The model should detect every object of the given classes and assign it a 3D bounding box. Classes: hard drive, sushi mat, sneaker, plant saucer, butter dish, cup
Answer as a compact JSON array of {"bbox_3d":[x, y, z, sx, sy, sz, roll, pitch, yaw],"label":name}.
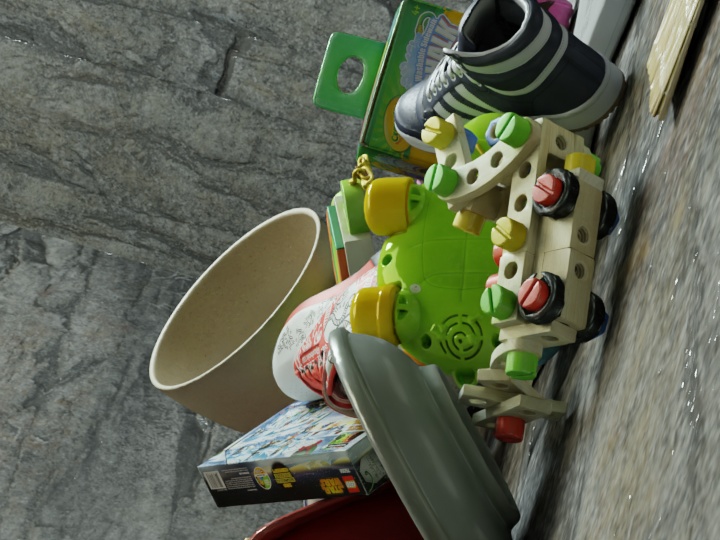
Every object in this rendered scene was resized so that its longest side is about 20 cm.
[{"bbox_3d":[0.186,-0.226,1.512,0.200,0.027,0.132,107,178,-53],"label":"hard drive"},{"bbox_3d":[0.192,-0.185,1.169,0.096,0.012,0.201,-74,1,-64],"label":"sushi mat"},{"bbox_3d":[0.073,-0.138,1.450,0.199,0.108,0.070,-5,57,48],"label":"sneaker"},{"bbox_3d":[0.049,0.113,1.280,0.050,0.201,0.200,-30,7,4],"label":"plant saucer"},{"bbox_3d":[-0.017,0.067,1.556,0.201,0.067,0.108,-41,21,44],"label":"sneaker"},{"bbox_3d":[-0.005,0.262,1.588,0.199,0.148,0.200,-17,-34,-42],"label":"butter dish"},{"bbox_3d":[-0.062,0.069,1.852,0.200,0.143,0.201,-38,22,19],"label":"cup"}]

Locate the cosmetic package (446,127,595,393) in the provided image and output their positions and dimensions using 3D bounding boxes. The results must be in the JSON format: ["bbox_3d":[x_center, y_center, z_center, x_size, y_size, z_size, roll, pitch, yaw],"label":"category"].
[{"bbox_3d":[0.105,-0.016,1.506,0.104,0.073,0.201,111,174,-62],"label":"cosmetic package"}]

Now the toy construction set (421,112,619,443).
[{"bbox_3d":[0.089,-0.003,1.244,0.131,0.092,0.201,-13,75,48],"label":"toy construction set"}]

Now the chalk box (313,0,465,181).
[{"bbox_3d":[0.065,-0.134,1.691,0.124,0.199,0.125,134,152,-86],"label":"chalk box"}]

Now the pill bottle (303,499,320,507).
[{"bbox_3d":[0.010,0.195,1.850,0.200,0.119,0.120,117,168,-84],"label":"pill bottle"}]

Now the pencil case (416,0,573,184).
[{"bbox_3d":[0.120,-0.152,1.902,0.091,0.093,0.201,149,138,-88],"label":"pencil case"}]

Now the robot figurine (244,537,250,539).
[{"bbox_3d":[-0.045,0.287,1.774,0.200,0.144,0.058,63,-151,-43],"label":"robot figurine"}]

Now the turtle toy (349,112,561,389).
[{"bbox_3d":[0.078,-0.014,1.377,0.101,0.145,0.201,58,-144,-61],"label":"turtle toy"}]

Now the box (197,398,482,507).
[{"bbox_3d":[-0.013,0.122,1.587,0.137,0.040,0.200,-33,12,-34],"label":"box"}]

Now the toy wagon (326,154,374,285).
[{"bbox_3d":[0.000,0.000,1.691,0.156,0.039,0.201,-104,4,-53],"label":"toy wagon"}]
